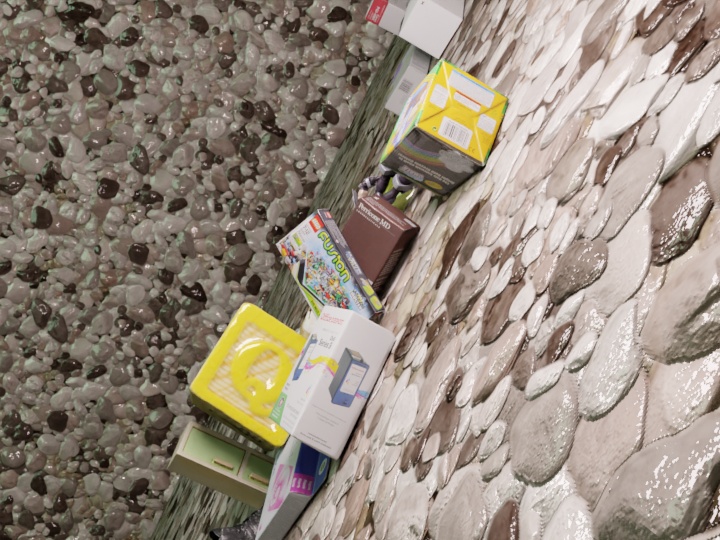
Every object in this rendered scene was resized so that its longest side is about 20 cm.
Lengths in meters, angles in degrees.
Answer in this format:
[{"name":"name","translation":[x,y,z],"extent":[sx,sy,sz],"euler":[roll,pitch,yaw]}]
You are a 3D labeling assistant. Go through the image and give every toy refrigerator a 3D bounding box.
[{"name":"toy refrigerator","translation":[-0.245,0.360,1.428],"extent":[0.070,0.198,0.076],"euler":[-53,13,41]}]

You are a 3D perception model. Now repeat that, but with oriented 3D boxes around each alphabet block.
[{"name":"alphabet block","translation":[-0.190,0.205,1.443],"extent":[0.197,0.195,0.200],"euler":[-60,3,-20]}]

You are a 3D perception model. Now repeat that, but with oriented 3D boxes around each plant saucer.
[{"name":"plant saucer","translation":[0.067,-0.151,1.585],"extent":[0.201,0.031,0.200],"euler":[-61,11,20]}]

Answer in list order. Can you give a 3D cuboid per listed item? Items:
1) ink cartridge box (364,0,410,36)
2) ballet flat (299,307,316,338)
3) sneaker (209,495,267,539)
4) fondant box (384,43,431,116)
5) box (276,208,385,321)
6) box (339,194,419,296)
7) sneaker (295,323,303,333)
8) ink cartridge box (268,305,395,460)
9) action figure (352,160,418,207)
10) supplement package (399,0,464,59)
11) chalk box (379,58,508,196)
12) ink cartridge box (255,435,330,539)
[{"name":"ink cartridge box","translation":[0.123,-0.778,2.359],"extent":[0.147,0.198,0.083],"euler":[-78,15,-55]},{"name":"ballet flat","translation":[-0.091,0.090,1.656],"extent":[0.201,0.068,0.063],"euler":[-73,-19,-43]},{"name":"sneaker","translation":[-0.201,0.441,1.277],"extent":[0.060,0.103,0.201],"euler":[-53,15,45]},{"name":"fondant box","translation":[0.134,-0.531,2.097],"extent":[0.145,0.058,0.201],"euler":[-55,12,40]},{"name":"box","translation":[-0.052,0.010,1.302],"extent":[0.110,0.201,0.035],"euler":[-37,-14,28]},{"name":"box","translation":[0.006,-0.019,1.329],"extent":[0.201,0.100,0.075],"euler":[-60,-19,20]},{"name":"sneaker","translation":[-0.156,0.212,1.696],"extent":[0.201,0.073,0.089],"euler":[-61,9,17]},{"name":"ink cartridge box","translation":[-0.045,0.162,1.170],"extent":[0.202,0.087,0.145],"euler":[-61,18,-8]},{"name":"action figure","translation":[0.043,-0.140,1.478],"extent":[0.200,0.069,0.131],"euler":[-48,61,47]},{"name":"supplement package","translation":[0.184,-0.650,1.958],"extent":[0.120,0.120,0.201],"euler":[-55,13,37]},{"name":"chalk box","translation":[0.119,-0.208,1.202],"extent":[0.125,0.123,0.200],"euler":[-67,12,-18]},{"name":"ink cartridge box","translation":[-0.101,0.318,1.261],"extent":[0.201,0.043,0.197],"euler":[-60,11,31]}]
